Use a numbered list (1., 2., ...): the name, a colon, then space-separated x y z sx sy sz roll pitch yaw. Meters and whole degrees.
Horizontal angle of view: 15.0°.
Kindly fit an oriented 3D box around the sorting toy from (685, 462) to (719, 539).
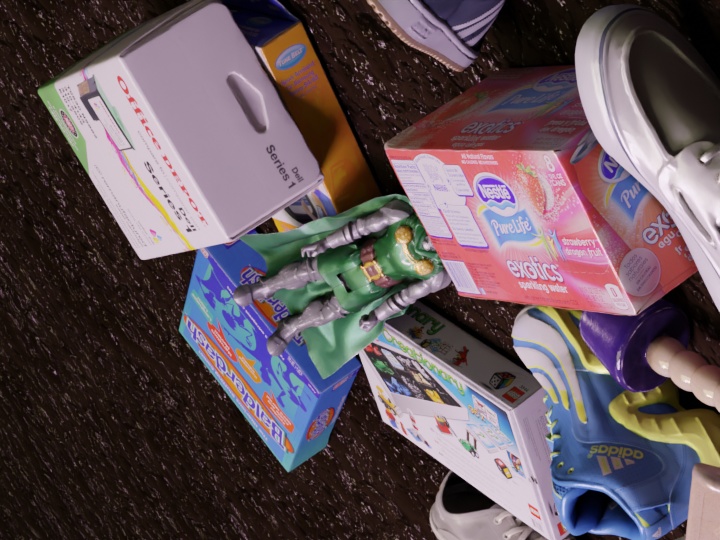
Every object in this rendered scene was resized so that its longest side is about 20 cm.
1. sorting toy: 0.263 0.169 1.452 0.184 0.037 0.200 15 149 14

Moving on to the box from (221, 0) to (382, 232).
1. box: -0.051 -0.101 1.839 0.119 0.041 0.200 21 143 58

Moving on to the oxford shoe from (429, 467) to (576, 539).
1. oxford shoe: 0.116 0.194 1.878 0.200 0.075 0.058 38 140 43

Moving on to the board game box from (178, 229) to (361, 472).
1. board game box: -0.074 0.059 2.136 0.152 0.045 0.200 51 161 12

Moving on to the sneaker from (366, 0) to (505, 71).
1. sneaker: 0.063 -0.168 1.446 0.070 0.108 0.200 50 -170 7

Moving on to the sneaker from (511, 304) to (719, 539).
1. sneaker: 0.134 0.091 1.616 0.200 0.105 0.076 35 152 44

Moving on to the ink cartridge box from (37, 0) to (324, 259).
1. ink cartridge box: -0.123 -0.093 1.839 0.145 0.084 0.200 59 160 -9

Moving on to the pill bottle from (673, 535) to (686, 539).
1. pill bottle: 0.226 0.258 1.655 0.112 0.112 0.200 30 147 51

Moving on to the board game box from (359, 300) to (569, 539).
1. board game box: 0.068 0.091 1.872 0.200 0.035 0.127 34 151 46

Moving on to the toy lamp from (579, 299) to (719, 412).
1. toy lamp: 0.197 0.067 1.505 0.200 0.058 0.058 37 153 44

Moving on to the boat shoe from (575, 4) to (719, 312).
1. boat shoe: 0.182 -0.050 1.353 0.200 0.074 0.065 52 158 -19

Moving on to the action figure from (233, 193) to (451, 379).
1. action figure: 0.000 0.000 1.789 0.200 0.055 0.118 -26 104 45

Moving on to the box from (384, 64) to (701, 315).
1. box: 0.110 -0.047 1.467 0.103 0.095 0.200 61 159 -15
